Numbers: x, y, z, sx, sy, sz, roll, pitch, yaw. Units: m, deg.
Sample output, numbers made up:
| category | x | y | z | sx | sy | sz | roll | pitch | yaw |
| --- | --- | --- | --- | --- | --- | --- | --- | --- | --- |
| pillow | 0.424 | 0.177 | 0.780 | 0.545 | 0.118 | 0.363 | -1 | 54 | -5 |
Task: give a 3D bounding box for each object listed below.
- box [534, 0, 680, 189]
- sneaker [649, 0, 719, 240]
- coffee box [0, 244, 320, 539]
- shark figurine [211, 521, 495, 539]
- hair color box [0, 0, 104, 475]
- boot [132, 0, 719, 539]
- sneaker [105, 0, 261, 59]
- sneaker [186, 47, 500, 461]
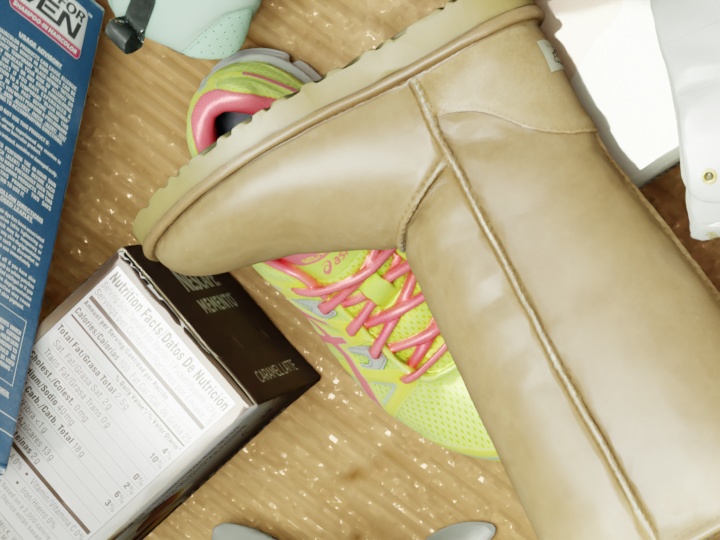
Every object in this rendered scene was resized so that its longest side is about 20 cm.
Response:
| category | x | y | z | sx | sy | sz | roll | pitch | yaw |
| --- | --- | --- | --- | --- | --- | --- | --- | --- | --- |
| box | 0.118 | -0.086 | 0.889 | 0.199 | 0.095 | 0.078 | -33 | 88 | 9 |
| sneaker | 0.171 | -0.022 | 0.807 | 0.115 | 0.074 | 0.201 | -27 | 81 | 12 |
| coffee box | -0.122 | 0.083 | 0.934 | 0.200 | 0.114 | 0.080 | -42 | 85 | 9 |
| shark figurine | 0.051 | 0.142 | 0.921 | 0.213 | 0.089 | 0.129 | -14 | 93 | 13 |
| hair color box | -0.166 | -0.018 | 0.896 | 0.100 | 0.060 | 0.201 | -14 | 54 | 34 |
| boot | 0.035 | 0.023 | 0.822 | 0.175 | 0.066 | 0.201 | -31 | 81 | 16 |
| sneaker | -0.103 | -0.166 | 0.934 | 0.201 | 0.073 | 0.119 | 47 | 138 | 28 |
| sneaker | 0.000 | 0.000 | 0.918 | 0.200 | 0.090 | 0.078 | 44 | 99 | 4 |
